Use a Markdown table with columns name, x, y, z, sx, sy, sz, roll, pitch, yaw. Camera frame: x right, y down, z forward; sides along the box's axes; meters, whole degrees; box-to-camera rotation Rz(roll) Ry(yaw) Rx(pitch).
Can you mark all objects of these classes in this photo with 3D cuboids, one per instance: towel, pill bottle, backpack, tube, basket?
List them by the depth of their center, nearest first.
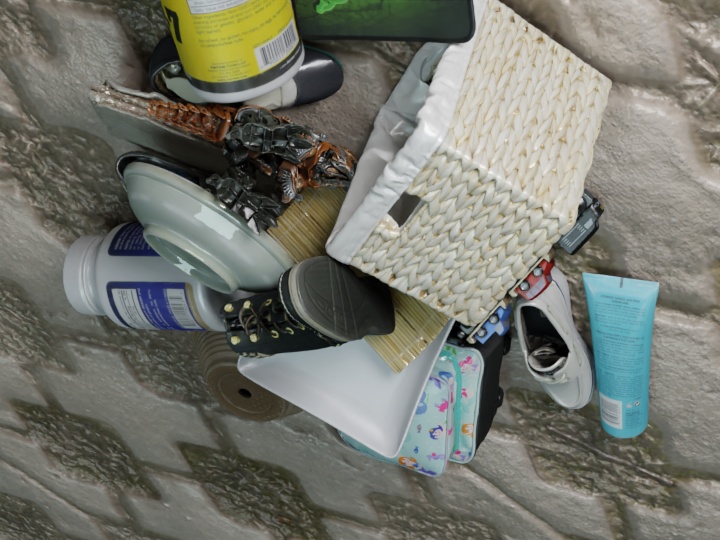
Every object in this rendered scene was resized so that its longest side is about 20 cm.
| name | x | y | z | sx | sy | sz | roll | pitch | yaw |
| --- | --- | --- | --- | --- | --- | --- | --- | --- | --- |
| pill bottle | -0.124 | -0.259 | 1.176 | 0.113 | 0.115 | 0.202 | 4 | 132 | 23 |
| basket | 0.094 | -0.094 | 1.179 | 0.159 | 0.202 | 0.198 | 30 | 140 | -9 |
| towel | -0.173 | -0.134 | 1.363 | 0.197 | 0.035 | 0.133 | 22 | 171 | 2 |
| tube | 0.270 | 0.086 | 1.401 | 0.076 | 0.051 | 0.202 | 4 | 131 | 17 |
| backpack | 0.044 | 0.116 | 1.474 | 0.198 | 0.151 | 0.180 | 18 | 128 | 21 |
| pill bottle | -0.226 | 0.005 | 1.511 | 0.197 | 0.121 | 0.121 | 1 | 135 | 27 |

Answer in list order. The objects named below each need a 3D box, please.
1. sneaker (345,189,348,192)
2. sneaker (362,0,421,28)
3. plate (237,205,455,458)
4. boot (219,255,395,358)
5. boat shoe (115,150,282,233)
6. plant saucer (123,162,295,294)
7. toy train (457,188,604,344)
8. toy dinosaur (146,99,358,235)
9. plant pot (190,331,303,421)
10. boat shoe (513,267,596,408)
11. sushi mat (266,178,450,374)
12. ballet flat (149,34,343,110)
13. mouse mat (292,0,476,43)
| name | x | y | z | sx | sy | sz | roll | pitch | yaw |
| --- | --- | --- | --- | --- | --- | --- | --- | --- | --- |
| sneaker | 0.048 | -0.017 | 1.395 | 0.200 | 0.073 | 0.084 | 43 | 149 | -10 |
| sneaker | 0.059 | -0.276 | 1.115 | 0.199 | 0.076 | 0.088 | -31 | 99 | 42 |
| plate | -0.010 | 0.059 | 1.373 | 0.198 | 0.032 | 0.202 | 27 | 110 | 16 |
| boot | -0.068 | 0.042 | 1.248 | 0.152 | 0.075 | 0.203 | -12 | 170 | 22 |
| boat shoe | -0.167 | -0.069 | 1.404 | 0.198 | 0.069 | 0.057 | 23 | 177 | 12 |
| plant saucer | -0.154 | -0.027 | 1.306 | 0.198 | 0.051 | 0.200 | 31 | 166 | 8 |
| toy train | 0.165 | 0.003 | 1.319 | 0.046 | 0.034 | 0.200 | 42 | 116 | 1 |
| toy dinosaur | -0.095 | -0.107 | 1.241 | 0.197 | 0.136 | 0.104 | 0 | 116 | -5 |
| plant pot | -0.120 | 0.110 | 1.589 | 0.198 | 0.093 | 0.202 | 15 | 139 | 14 |
| boat shoe | 0.201 | 0.084 | 1.415 | 0.071 | 0.066 | 0.202 | 4 | 135 | 23 |
| sushi mat | 0.000 | 0.000 | 1.331 | 0.200 | 0.012 | 0.096 | 47 | 113 | 6 |
| ballet flat | -0.115 | -0.181 | 1.294 | 0.197 | 0.074 | 0.074 | 10 | 138 | 17 |
| mouse mat | 0.007 | -0.267 | 1.111 | 0.198 | 0.007 | 0.163 | 10 | 119 | 41 |
